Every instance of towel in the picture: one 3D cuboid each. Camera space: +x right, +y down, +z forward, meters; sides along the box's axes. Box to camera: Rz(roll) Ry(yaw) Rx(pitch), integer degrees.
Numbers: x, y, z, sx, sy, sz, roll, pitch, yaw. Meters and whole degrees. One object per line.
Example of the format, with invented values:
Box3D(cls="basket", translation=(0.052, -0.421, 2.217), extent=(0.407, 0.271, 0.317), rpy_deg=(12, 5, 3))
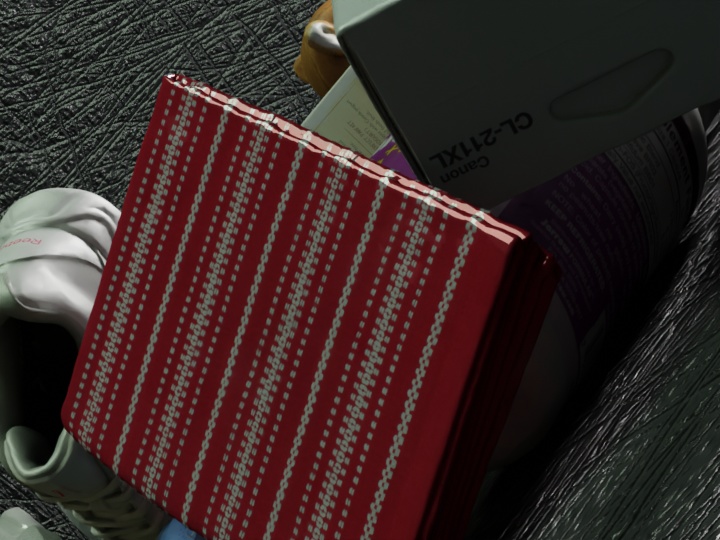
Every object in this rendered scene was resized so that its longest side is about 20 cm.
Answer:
Box3D(cls="towel", translation=(-0.024, 0.027, 0.783), extent=(0.022, 0.200, 0.145), rpy_deg=(10, -77, -43))

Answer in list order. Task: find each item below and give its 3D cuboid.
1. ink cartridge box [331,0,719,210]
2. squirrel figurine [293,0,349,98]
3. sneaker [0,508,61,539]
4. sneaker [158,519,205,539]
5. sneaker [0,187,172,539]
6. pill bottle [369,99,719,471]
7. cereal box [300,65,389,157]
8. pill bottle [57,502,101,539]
Box3D(cls="ink cartridge box", translation=(0.067, -0.126, 0.811), extent=(0.145, 0.083, 0.200), rpy_deg=(-26, 30, 12))
Box3D(cls="squirrel figurine", translation=(0.023, -0.073, 1.422), extent=(0.200, 0.186, 0.142), rpy_deg=(-50, 3, -6))
Box3D(cls="sneaker", translation=(-0.147, 0.161, 1.009), extent=(0.089, 0.075, 0.200), rpy_deg=(-47, 10, -12))
Box3D(cls="sneaker", translation=(-0.015, 0.083, 0.881), extent=(0.082, 0.074, 0.200), rpy_deg=(-46, 5, 32))
Box3D(cls="sneaker", translation=(-0.103, 0.074, 0.918), extent=(0.078, 0.201, 0.099), rpy_deg=(-19, 20, 25))
Box3D(cls="pill bottle", translation=(0.063, -0.028, 0.871), extent=(0.200, 0.112, 0.112), rpy_deg=(-52, 3, -41))
Box3D(cls="cereal box", translation=(0.027, -0.027, 1.141), extent=(0.200, 0.144, 0.040), rpy_deg=(-47, -1, 31))
Box3D(cls="pill bottle", translation=(-0.057, 0.041, 1.064), extent=(0.113, 0.113, 0.200), rpy_deg=(-48, 2, 32))
